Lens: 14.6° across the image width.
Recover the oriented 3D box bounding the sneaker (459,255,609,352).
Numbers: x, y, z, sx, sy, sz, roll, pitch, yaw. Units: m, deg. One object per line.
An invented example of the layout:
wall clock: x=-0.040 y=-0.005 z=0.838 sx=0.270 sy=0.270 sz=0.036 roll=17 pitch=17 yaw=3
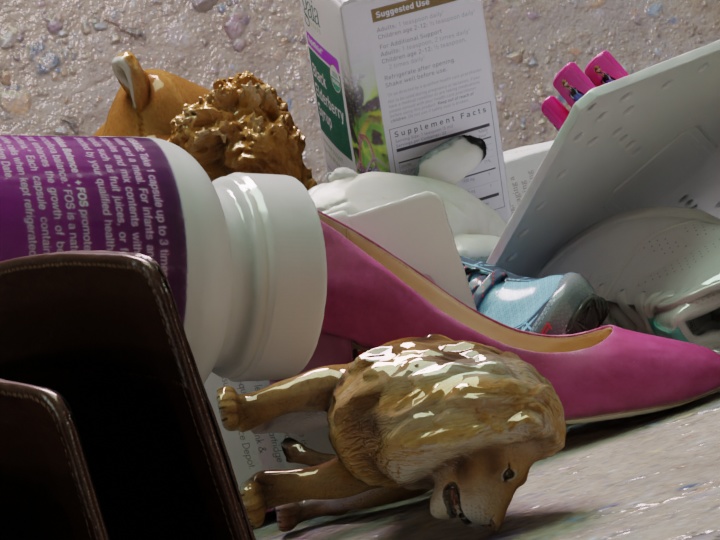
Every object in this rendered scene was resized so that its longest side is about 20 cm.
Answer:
sneaker: x=0.024 y=0.026 z=1.282 sx=0.200 sy=0.096 sz=0.079 roll=-18 pitch=24 yaw=48

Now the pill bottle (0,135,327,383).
pill bottle: x=-0.119 y=0.003 z=1.086 sx=0.200 sy=0.112 sz=0.112 roll=0 pitch=-4 yaw=-23

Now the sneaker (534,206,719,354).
sneaker: x=0.147 y=0.015 z=1.263 sx=0.200 sy=0.075 sz=0.088 roll=-13 pitch=17 yaw=37

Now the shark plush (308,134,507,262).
shark plush: x=0.000 y=0.000 z=1.415 sx=0.200 sy=0.091 sz=0.083 roll=-10 pitch=-39 yaw=-30

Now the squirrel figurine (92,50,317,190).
squirrel figurine: x=-0.085 y=-0.033 z=1.522 sx=0.141 sy=0.187 sz=0.200 roll=21 pitch=-35 yaw=-36

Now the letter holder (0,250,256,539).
letter holder: x=-0.131 y=0.076 z=0.907 sx=0.100 sy=0.142 sz=0.200 roll=-18 pitch=4 yaw=-32

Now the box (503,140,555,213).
box: x=0.053 y=-0.004 z=1.655 sx=0.200 sy=0.107 sz=0.152 roll=-17 pitch=4 yaw=-18

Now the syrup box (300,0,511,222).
syrup box: x=0.026 y=-0.071 z=1.489 sx=0.081 sy=0.200 sz=0.079 roll=-17 pitch=26 yaw=-14

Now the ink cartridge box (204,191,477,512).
ink cartridge box: x=-0.049 y=0.047 z=1.224 sx=0.200 sy=0.115 sz=0.068 roll=-17 pitch=-1 yaw=-15

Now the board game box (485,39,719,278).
board game box: x=0.137 y=-0.053 z=1.343 sx=0.200 sy=0.026 sz=0.200 roll=-22 pitch=-26 yaw=-34

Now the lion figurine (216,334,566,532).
lion figurine: x=0.016 y=0.061 z=1.074 sx=0.122 sy=0.073 sz=0.200 roll=-13 pitch=1 yaw=2

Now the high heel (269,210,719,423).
high heel: x=0.055 y=0.014 z=1.178 sx=0.200 sy=0.096 sz=0.067 roll=-1 pitch=4 yaw=4
